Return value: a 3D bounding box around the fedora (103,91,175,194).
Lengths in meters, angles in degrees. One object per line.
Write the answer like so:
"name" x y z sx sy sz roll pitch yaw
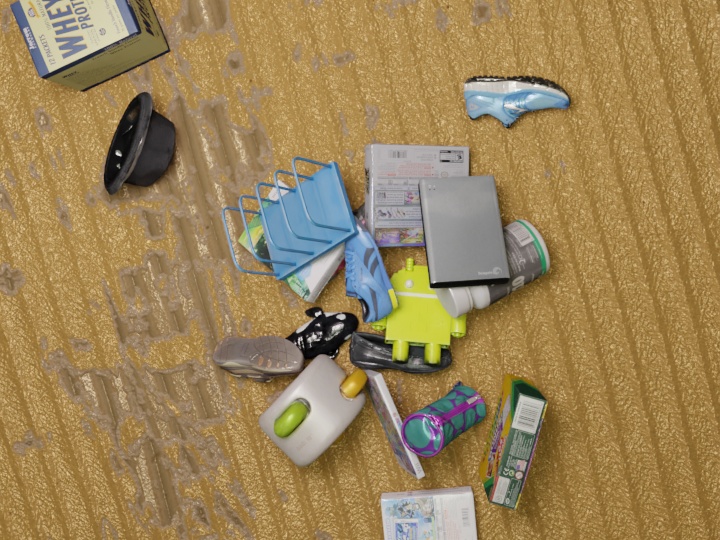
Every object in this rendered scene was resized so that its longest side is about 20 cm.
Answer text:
"fedora" -0.405 -0.226 1.599 0.091 0.200 0.203 18 97 -30

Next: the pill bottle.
"pill bottle" 0.234 -0.001 1.551 0.198 0.113 0.114 -27 92 -11

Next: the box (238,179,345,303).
"box" -0.121 -0.056 1.597 0.199 0.036 0.145 38 97 27

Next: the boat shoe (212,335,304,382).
"boat shoe" -0.186 0.170 1.622 0.197 0.074 0.075 5 54 29

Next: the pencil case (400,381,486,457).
"pencil case" 0.155 0.271 1.559 0.092 0.199 0.086 -45 75 30

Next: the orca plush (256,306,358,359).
"orca plush" -0.102 0.127 1.629 0.196 0.071 0.107 -4 94 4

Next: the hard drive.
"hard drive" 0.179 -0.069 1.499 0.137 0.033 0.203 -4 67 -3

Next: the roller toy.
"roller toy" -0.083 0.262 1.583 0.140 0.183 0.200 44 61 1

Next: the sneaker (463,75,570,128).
"sneaker" 0.288 -0.310 1.580 0.196 0.079 0.091 4 113 7

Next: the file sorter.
"file sorter" -0.129 -0.090 1.495 0.199 0.122 0.141 -29 69 32

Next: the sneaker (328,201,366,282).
"sneaker" -0.040 -0.075 1.615 0.095 0.079 0.201 41 94 15

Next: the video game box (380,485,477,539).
"video game box" 0.137 0.528 1.655 0.179 0.047 0.204 -5 94 2

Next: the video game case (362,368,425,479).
"video game case" 0.056 0.282 1.594 0.018 0.143 0.203 -24 92 -12

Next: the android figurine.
"android figurine" 0.110 0.075 1.596 0.179 0.041 0.203 6 74 0

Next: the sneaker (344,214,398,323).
"sneaker" 0.000 0.000 1.519 0.078 0.066 0.203 -27 109 -15

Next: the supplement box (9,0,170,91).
"supplement box" -0.482 -0.437 1.549 0.197 0.200 0.136 -23 93 6

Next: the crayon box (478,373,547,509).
"crayon box" 0.275 0.307 1.565 0.057 0.173 0.203 15 95 -1

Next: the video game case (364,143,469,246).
"video game case" 0.104 -0.137 1.572 0.197 0.045 0.185 -1 94 -20

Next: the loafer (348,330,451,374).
"loafer" 0.075 0.151 1.617 0.197 0.068 0.072 4 109 7
